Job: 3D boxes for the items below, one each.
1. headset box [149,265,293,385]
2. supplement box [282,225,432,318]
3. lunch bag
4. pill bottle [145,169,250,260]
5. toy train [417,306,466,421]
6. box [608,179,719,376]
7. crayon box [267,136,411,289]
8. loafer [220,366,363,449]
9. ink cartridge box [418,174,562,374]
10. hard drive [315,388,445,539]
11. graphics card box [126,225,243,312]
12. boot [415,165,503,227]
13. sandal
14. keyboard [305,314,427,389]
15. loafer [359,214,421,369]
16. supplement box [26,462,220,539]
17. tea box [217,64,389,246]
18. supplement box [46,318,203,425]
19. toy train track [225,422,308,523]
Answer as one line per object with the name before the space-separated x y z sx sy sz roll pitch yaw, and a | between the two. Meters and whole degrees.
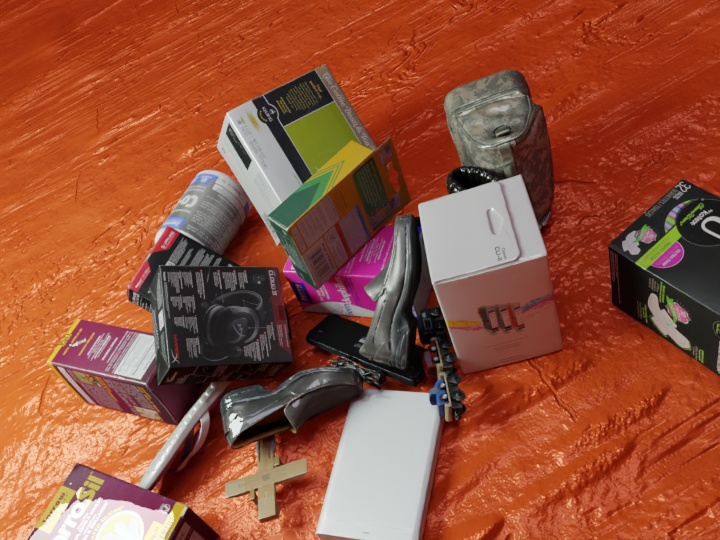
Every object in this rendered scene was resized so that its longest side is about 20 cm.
headset box | -0.190 0.076 1.079 0.197 0.077 0.151 1 65 -29
supplement box | 0.000 0.000 1.135 0.197 0.102 0.104 4 52 25
lunch bag | 0.216 -0.166 1.132 0.137 0.201 0.169 -15 43 11
pill bottle | -0.277 -0.062 1.289 0.112 0.115 0.202 7 53 26
toy train | 0.104 0.121 1.013 0.045 0.035 0.201 -7 38 -1
box | 0.433 0.012 0.940 0.148 0.125 0.200 -38 49 -12
crayon box | -0.025 -0.087 1.063 0.200 0.127 0.051 -43 49 -18
loafer | -0.087 0.185 1.005 0.197 0.073 0.073 -18 43 3
ink cartridge box | 0.170 0.008 0.993 0.142 0.201 0.147 -14 46 8
hard drive | 0.030 0.247 0.962 0.130 0.026 0.202 0 52 21
graphics card box | -0.240 0.034 1.164 0.198 0.051 0.127 28 57 -4
boot | 0.133 -0.079 1.112 0.208 0.159 0.080 11 55 28
sandal | -0.233 0.230 1.058 0.050 0.082 0.204 37 61 -6
keyboard | 0.006 0.126 1.081 0.198 0.040 0.104 18 35 33
loafer | 0.039 0.026 0.997 0.071 0.073 0.204 6 94 13
supplement box | -0.299 0.343 0.953 0.197 0.104 0.132 9 56 28
tea box | -0.095 -0.185 1.227 0.195 0.134 0.202 -30 87 -21
supplement box | -0.349 0.150 1.134 0.197 0.111 0.086 7 52 26
toy train track | -0.122 0.250 1.016 0.113 0.033 0.201 -18 39 6
